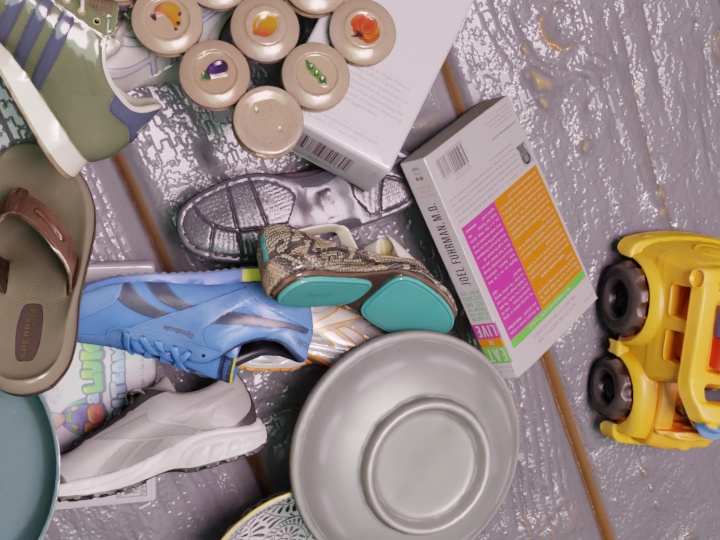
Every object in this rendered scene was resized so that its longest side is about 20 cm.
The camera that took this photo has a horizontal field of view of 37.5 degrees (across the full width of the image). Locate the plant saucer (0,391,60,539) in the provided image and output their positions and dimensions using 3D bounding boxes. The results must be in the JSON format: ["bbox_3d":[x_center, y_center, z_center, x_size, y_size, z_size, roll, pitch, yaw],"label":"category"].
[{"bbox_3d":[-0.303,0.141,0.765,0.200,0.036,0.200,-1,84,9],"label":"plant saucer"}]

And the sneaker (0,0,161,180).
[{"bbox_3d":[-0.204,-0.164,0.695,0.090,0.067,0.200,-27,117,-3],"label":"sneaker"}]

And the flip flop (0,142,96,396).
[{"bbox_3d":[-0.236,-0.010,0.751,0.081,0.058,0.200,-5,61,3],"label":"flip flop"}]

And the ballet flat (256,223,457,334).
[{"bbox_3d":[0.000,0.000,0.812,0.200,0.075,0.068,15,136,-45],"label":"ballet flat"}]

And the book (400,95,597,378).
[{"bbox_3d":[0.118,-0.029,0.886,0.134,0.048,0.200,-39,112,-43],"label":"book"}]

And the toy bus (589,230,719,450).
[{"bbox_3d":[0.309,0.078,0.928,0.136,0.192,0.200,1,102,-20],"label":"toy bus"}]

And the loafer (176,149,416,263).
[{"bbox_3d":[-0.049,-0.049,0.855,0.200,0.063,0.072,-15,92,-12],"label":"loafer"}]

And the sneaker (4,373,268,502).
[{"bbox_3d":[-0.176,0.130,0.822,0.200,0.074,0.079,-15,85,-15],"label":"sneaker"}]

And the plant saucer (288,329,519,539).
[{"bbox_3d":[0.045,0.148,0.831,0.200,0.050,0.200,-3,99,-21],"label":"plant saucer"}]

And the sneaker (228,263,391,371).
[{"bbox_3d":[-0.023,0.035,0.873,0.200,0.076,0.092,2,95,-20],"label":"sneaker"}]

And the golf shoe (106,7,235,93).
[{"bbox_3d":[-0.151,-0.161,0.792,0.200,0.078,0.097,-48,116,-3],"label":"golf shoe"}]

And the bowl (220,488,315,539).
[{"bbox_3d":[-0.048,0.259,0.894,0.201,0.094,0.201,-3,102,-17],"label":"bowl"}]

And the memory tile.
[{"bbox_3d":[-0.084,-0.190,0.750,0.200,0.017,0.153,46,76,-3],"label":"memory tile"}]

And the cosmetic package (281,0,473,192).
[{"bbox_3d":[0.013,-0.175,0.814,0.102,0.074,0.200,29,76,-8],"label":"cosmetic package"}]

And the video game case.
[{"bbox_3d":[-0.253,0.093,0.832,0.182,0.024,0.200,-2,101,-18],"label":"video game case"}]

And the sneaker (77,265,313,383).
[{"bbox_3d":[-0.135,0.045,0.791,0.200,0.066,0.079,-4,70,-6],"label":"sneaker"}]
